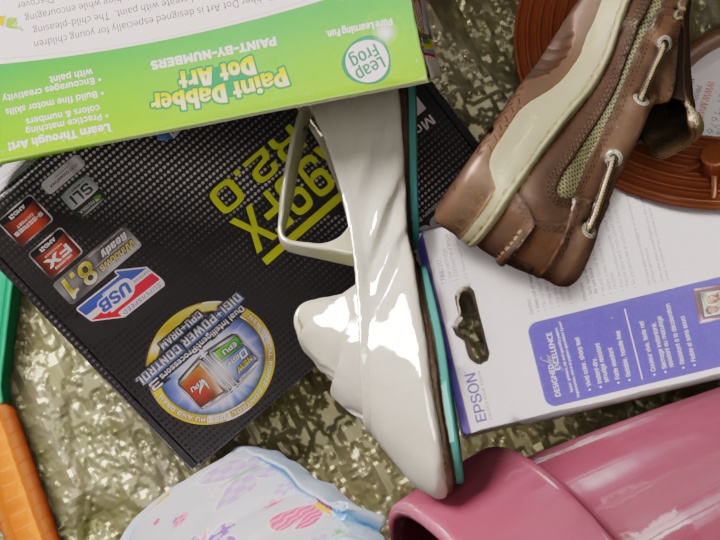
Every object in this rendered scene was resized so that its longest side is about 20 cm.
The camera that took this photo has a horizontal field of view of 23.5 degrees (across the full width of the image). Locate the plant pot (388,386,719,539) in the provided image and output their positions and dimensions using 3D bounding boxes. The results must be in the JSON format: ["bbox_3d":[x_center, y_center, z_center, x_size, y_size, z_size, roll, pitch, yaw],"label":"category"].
[{"bbox_3d":[0.137,0.140,0.732,0.179,0.200,0.200,-30,84,-15],"label":"plant pot"}]

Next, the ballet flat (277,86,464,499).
[{"bbox_3d":[0.000,0.000,0.714,0.069,0.069,0.200,-8,69,3],"label":"ballet flat"}]

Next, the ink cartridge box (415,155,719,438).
[{"bbox_3d":[0.131,0.005,0.776,0.200,0.039,0.100,-13,86,5],"label":"ink cartridge box"}]

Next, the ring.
[{"bbox_3d":[0.167,-0.117,0.783,0.200,0.019,0.201,-7,58,11],"label":"ring"}]

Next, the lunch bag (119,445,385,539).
[{"bbox_3d":[-0.048,0.183,0.730,0.127,0.170,0.200,21,87,-23],"label":"lunch bag"}]

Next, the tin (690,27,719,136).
[{"bbox_3d":[0.226,-0.045,0.807,0.200,0.042,0.112,19,91,5],"label":"tin"}]

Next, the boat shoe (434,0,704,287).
[{"bbox_3d":[0.111,-0.076,0.733,0.075,0.075,0.202,35,69,1],"label":"boat shoe"}]

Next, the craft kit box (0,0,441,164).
[{"bbox_3d":[-0.083,-0.153,0.684,0.200,0.049,0.198,-9,95,10],"label":"craft kit box"}]

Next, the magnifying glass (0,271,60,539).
[{"bbox_3d":[-0.186,0.048,0.838,0.080,0.022,0.200,-20,82,2],"label":"magnifying glass"}]

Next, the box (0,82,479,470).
[{"bbox_3d":[-0.054,-0.033,0.782,0.200,0.044,0.160,-40,114,-2],"label":"box"}]
